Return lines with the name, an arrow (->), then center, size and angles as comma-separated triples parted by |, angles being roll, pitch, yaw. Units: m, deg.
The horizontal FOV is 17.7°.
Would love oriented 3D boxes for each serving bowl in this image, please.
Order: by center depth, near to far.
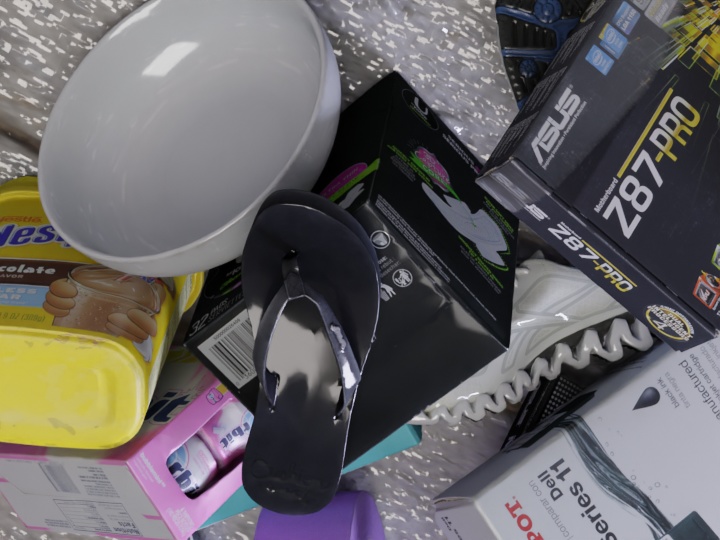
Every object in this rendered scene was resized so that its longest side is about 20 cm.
serving bowl -> -0.093, -0.077, 1.378 | 0.200, 0.200, 0.066 | -25, 141, 17

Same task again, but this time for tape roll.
tape roll -> -0.020, 0.245, 1.505 | 0.066, 0.200, 0.200 | -6, 115, 9

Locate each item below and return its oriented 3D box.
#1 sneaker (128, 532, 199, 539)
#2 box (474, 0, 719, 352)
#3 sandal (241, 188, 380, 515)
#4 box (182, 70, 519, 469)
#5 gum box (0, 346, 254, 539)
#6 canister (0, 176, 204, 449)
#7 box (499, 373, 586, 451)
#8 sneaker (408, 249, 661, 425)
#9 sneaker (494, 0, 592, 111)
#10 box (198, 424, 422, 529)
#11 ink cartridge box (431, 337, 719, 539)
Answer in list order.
sneaker -> -0.115, 0.257, 1.595 | 0.079, 0.078, 0.200 | -10, 106, -37
box -> 0.179, -0.079, 1.338 | 0.161, 0.200, 0.049 | 40, 153, -10
sandal -> -0.029, 0.051, 1.275 | 0.076, 0.043, 0.200 | 4, 116, 5
box -> 0.000, 0.000, 1.383 | 0.149, 0.200, 0.124 | -37, 106, 21
gum box -> -0.138, 0.105, 1.442 | 0.200, 0.113, 0.066 | -3, 124, 53
canister -> -0.181, 0.024, 1.415 | 0.148, 0.200, 0.087 | 5, 117, 4
box -> 0.161, 0.196, 1.487 | 0.200, 0.048, 0.193 | 31, 76, -8
sneaker -> 0.093, 0.036, 1.437 | 0.200, 0.075, 0.081 | -23, 105, -20
sneaker -> 0.132, -0.087, 1.397 | 0.076, 0.077, 0.200 | -25, 92, -8
box -> -0.056, 0.109, 1.509 | 0.200, 0.082, 0.049 | -23, 111, 16
ink cartridge box -> 0.167, 0.146, 1.429 | 0.200, 0.083, 0.147 | -35, 92, -18
